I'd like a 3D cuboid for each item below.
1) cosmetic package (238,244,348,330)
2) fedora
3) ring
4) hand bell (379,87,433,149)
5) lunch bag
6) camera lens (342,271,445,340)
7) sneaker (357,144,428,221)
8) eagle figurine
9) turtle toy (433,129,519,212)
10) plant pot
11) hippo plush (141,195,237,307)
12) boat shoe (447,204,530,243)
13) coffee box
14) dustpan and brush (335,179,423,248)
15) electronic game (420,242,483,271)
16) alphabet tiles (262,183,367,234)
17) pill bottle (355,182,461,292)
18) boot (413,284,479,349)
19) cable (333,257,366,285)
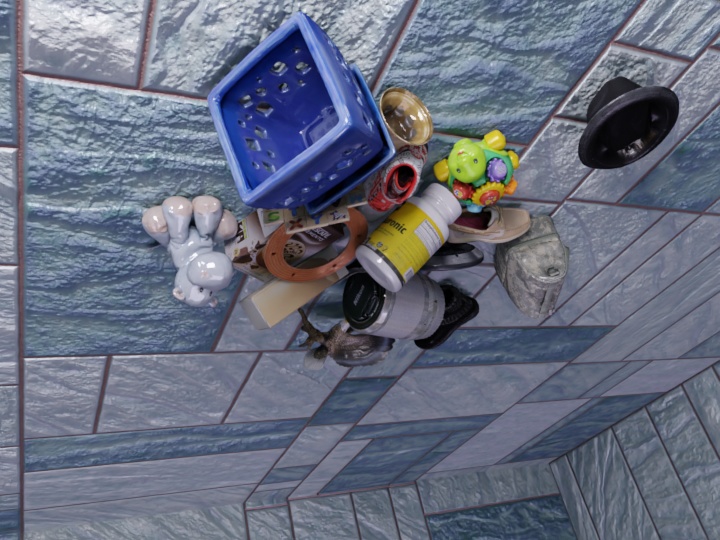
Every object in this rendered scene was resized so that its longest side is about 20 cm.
[{"bbox_3d":[-0.132,0.033,1.306,0.199,0.071,0.105,-35,-172,-23],"label":"cosmetic package"},{"bbox_3d":[0.461,-0.273,1.176,0.199,0.092,0.201,-11,148,-7],"label":"fedora"},{"bbox_3d":[-0.080,-0.051,1.195,0.199,0.019,0.201,-18,145,-13],"label":"ring"},{"bbox_3d":[0.022,-0.207,1.115,0.103,0.105,0.200,7,155,-32],"label":"hand bell"},{"bbox_3d":[0.397,0.000,1.508,0.138,0.169,0.201,-13,149,-3],"label":"lunch bag"},{"bbox_3d":[0.071,0.070,1.482,0.199,0.161,0.160,13,139,-39],"label":"camera lens"},{"bbox_3d":[0.045,-0.141,1.169,0.067,0.108,0.202,32,128,-10],"label":"sneaker"},{"bbox_3d":[-0.037,0.155,1.563,0.199,0.153,0.150,7,161,-35],"label":"eagle figurine"},{"bbox_3d":[0.214,-0.177,1.208,0.145,0.102,0.200,-28,147,20],"label":"turtle toy"},{"bbox_3d":[-0.072,-0.204,0.945,0.199,0.201,0.179,-32,157,25],"label":"plant pot"},{"bbox_3d":[-0.307,-0.023,1.164,0.199,0.162,0.159,-32,145,26],"label":"hippo plush"},{"bbox_3d":[0.267,-0.101,1.380,0.198,0.074,0.069,-9,154,-9],"label":"boat shoe"},{"bbox_3d":[-0.145,-0.069,1.241,0.199,0.080,0.113,-30,146,22],"label":"coffee box"},{"bbox_3d":[0.053,-0.109,1.304,0.199,0.058,0.139,-30,158,33],"label":"dustpan and brush"},{"bbox_3d":[0.156,-0.028,1.373,0.198,0.042,0.200,-3,-167,1],"label":"electronic game"},{"bbox_3d":[-0.078,-0.129,1.066,0.165,0.201,0.006,-12,130,0],"label":"alphabet tiles"},{"bbox_3d":[0.094,-0.066,1.231,0.200,0.111,0.112,-45,151,-12],"label":"pill bottle"},{"bbox_3d":[0.190,0.118,1.685,0.211,0.080,0.157,-42,148,19],"label":"boot"},{"bbox_3d":[0.000,0.000,1.363,0.050,0.097,0.200,45,128,-10],"label":"cable"}]
